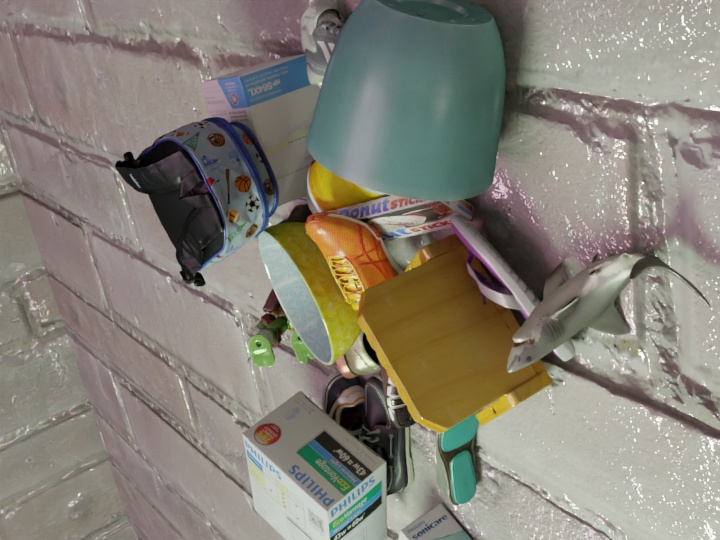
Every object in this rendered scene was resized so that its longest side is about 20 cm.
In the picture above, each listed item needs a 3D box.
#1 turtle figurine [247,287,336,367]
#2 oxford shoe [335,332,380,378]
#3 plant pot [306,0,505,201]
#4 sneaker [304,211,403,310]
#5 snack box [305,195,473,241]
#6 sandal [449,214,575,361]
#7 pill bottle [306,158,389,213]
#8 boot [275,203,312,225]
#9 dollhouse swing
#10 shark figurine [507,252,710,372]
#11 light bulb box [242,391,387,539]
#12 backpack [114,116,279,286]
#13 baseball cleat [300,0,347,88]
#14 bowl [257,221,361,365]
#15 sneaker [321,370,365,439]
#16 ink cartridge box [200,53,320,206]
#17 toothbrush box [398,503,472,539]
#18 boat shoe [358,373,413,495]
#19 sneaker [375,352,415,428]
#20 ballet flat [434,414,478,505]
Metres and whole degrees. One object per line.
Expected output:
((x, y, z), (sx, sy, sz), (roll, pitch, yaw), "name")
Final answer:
((-0.098, 0.111, 1.478), (0.142, 0.194, 0.202), (23, 107, 0), "turtle figurine")
((-0.011, 0.054, 1.408), (0.074, 0.070, 0.202), (-11, 101, 34), "oxford shoe")
((0.056, -0.187, 0.969), (0.200, 0.199, 0.163), (38, 128, 40), "plant pot")
((0.000, 0.000, 1.158), (0.072, 0.078, 0.200), (-8, 143, 35), "sneaker")
((0.032, -0.060, 1.148), (0.198, 0.072, 0.025), (-11, 66, 38), "snack box")
((0.154, 0.023, 1.054), (0.203, 0.050, 0.082), (51, -172, 17), "sandal")
((0.002, -0.123, 1.182), (0.110, 0.108, 0.200), (62, 151, 5), "pill bottle")
((-0.109, -0.052, 1.438), (0.075, 0.096, 0.200), (63, 151, 4), "boot")
((0.085, 0.092, 1.107), (0.201, 0.174, 0.182), (59, 161, 11), "dollhouse swing")
((0.246, 0.031, 0.949), (0.089, 0.129, 0.214), (43, 135, -11), "shark figurine")
((-0.067, 0.331, 1.481), (0.197, 0.124, 0.202), (34, 143, 32), "light bulb box")
((-0.190, -0.100, 1.224), (0.201, 0.153, 0.190), (59, 157, -8), "backpack")
((-0.024, -0.277, 1.153), (0.199, 0.069, 0.108), (-5, 107, 59), "baseball cleat")
((-0.045, 0.012, 1.294), (0.201, 0.107, 0.201), (53, 162, 26), "bowl")
((-0.022, 0.262, 1.547), (0.079, 0.078, 0.202), (41, 142, 46), "sneaker")
((-0.112, -0.178, 1.318), (0.128, 0.124, 0.203), (9, 119, 56), "ink cartridge box")
((0.140, 0.472, 1.424), (0.200, 0.085, 0.148), (44, 145, 34), "toothbrush box")
((0.032, 0.254, 1.464), (0.072, 0.062, 0.202), (20, 128, 51), "boat shoe")
((0.046, 0.107, 1.336), (0.115, 0.075, 0.203), (31, 127, 54), "sneaker")
((0.120, 0.226, 1.294), (0.064, 0.067, 0.202), (41, 143, 49), "ballet flat")
